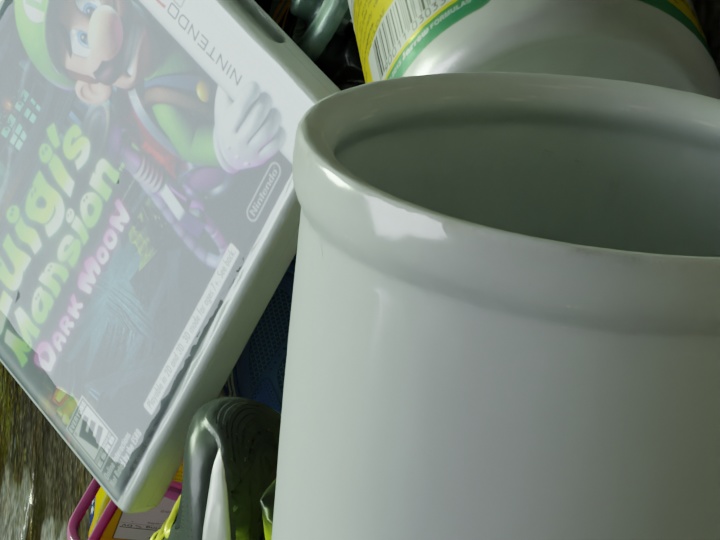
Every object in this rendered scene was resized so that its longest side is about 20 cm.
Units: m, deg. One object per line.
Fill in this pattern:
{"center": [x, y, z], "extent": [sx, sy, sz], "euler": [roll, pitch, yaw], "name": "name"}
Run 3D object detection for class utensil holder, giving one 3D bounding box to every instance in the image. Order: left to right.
{"center": [0.057, 0.063, 0.790], "extent": [0.170, 0.169, 0.201], "euler": [-120, 33, -67], "name": "utensil holder"}

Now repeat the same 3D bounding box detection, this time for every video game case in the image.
{"center": [-0.099, -0.037, 1.123], "extent": [0.182, 0.023, 0.200], "euler": [47, 124, 29], "name": "video game case"}

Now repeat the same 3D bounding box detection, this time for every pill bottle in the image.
{"center": [0.051, -0.099, 0.969], "extent": [0.200, 0.112, 0.113], "euler": [-102, 21, -48], "name": "pill bottle"}

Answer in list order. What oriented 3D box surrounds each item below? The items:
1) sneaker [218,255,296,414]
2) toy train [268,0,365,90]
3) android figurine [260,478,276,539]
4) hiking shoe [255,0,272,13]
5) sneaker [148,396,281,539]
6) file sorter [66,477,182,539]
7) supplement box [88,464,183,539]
{"center": [0.000, 0.000, 1.166], "extent": [0.089, 0.078, 0.200], "euler": [-42, 24, 49], "name": "sneaker"}
{"center": [0.001, -0.106, 1.146], "extent": [0.114, 0.085, 0.200], "euler": [-46, 23, 44], "name": "toy train"}
{"center": [-0.004, 0.135, 1.111], "extent": [0.182, 0.041, 0.200], "euler": [-54, -27, -37], "name": "android figurine"}
{"center": [-0.056, -0.098, 1.270], "extent": [0.087, 0.074, 0.201], "euler": [25, 111, 59], "name": "hiking shoe"}
{"center": [-0.069, 0.130, 1.120], "extent": [0.074, 0.084, 0.201], "euler": [-47, -31, -48], "name": "sneaker"}
{"center": [-0.064, 0.141, 1.257], "extent": [0.139, 0.125, 0.200], "euler": [-60, -15, -57], "name": "file sorter"}
{"center": [-0.067, 0.058, 1.407], "extent": [0.200, 0.108, 0.110], "euler": [117, 158, -61], "name": "supplement box"}
